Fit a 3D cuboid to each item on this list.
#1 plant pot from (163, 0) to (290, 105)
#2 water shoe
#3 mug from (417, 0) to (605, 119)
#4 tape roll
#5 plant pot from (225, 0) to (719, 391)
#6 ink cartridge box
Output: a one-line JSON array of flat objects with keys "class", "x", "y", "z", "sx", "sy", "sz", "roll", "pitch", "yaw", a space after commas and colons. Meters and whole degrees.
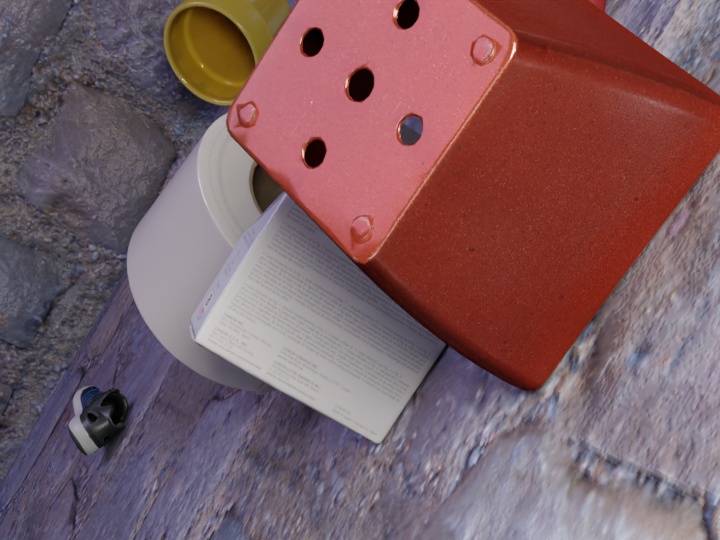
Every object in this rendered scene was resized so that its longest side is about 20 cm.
[{"class": "plant pot", "x": -0.221, "y": -0.426, "z": 2.376, "sx": 0.201, "sy": 0.201, "sz": 0.189, "roll": -42, "pitch": 6, "yaw": 45}, {"class": "water shoe", "x": -0.361, "y": 0.204, "z": 1.884, "sx": 0.078, "sy": 0.072, "sz": 0.200, "roll": -30, "pitch": 16, "yaw": 0}, {"class": "mug", "x": 0.125, "y": -0.199, "z": 1.039, "sx": 0.201, "sy": 0.177, "sz": 0.133, "roll": -56, "pitch": -21, "yaw": -4}, {"class": "tape roll", "x": -0.082, "y": -0.019, "z": 1.136, "sx": 0.139, "sy": 0.201, "sz": 0.204, "roll": -46, "pitch": 20, "yaw": 39}, {"class": "plant pot", "x": 0.047, "y": -0.080, "z": 0.731, "sx": 0.200, "sy": 0.175, "sz": 0.201, "roll": 45, "pitch": 107, "yaw": 34}, {"class": "ink cartridge box", "x": 0.000, "y": 0.000, "z": 0.921, "sx": 0.201, "sy": 0.162, "sz": 0.057, "roll": -57, "pitch": 20, "yaw": 5}]
